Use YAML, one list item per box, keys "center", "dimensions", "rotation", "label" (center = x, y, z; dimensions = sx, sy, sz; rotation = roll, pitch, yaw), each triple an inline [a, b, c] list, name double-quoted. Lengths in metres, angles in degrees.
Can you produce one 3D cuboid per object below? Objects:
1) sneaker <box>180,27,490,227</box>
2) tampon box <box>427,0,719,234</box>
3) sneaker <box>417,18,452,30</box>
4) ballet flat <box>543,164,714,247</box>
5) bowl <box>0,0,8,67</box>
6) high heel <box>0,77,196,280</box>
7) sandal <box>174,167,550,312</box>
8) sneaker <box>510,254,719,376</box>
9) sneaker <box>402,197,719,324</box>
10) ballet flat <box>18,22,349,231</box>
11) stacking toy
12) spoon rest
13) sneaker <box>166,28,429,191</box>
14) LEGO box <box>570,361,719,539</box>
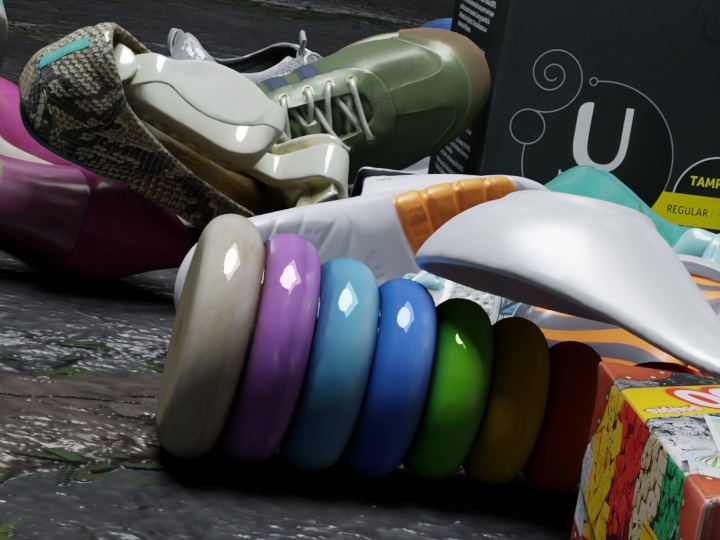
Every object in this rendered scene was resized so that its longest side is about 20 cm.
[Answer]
- center: [-0.040, -0.058, 1.228]
  dimensions: [0.200, 0.067, 0.090]
  rotation: [-14, 12, 24]
  label: "sneaker"
- center: [0.125, -0.094, 1.295]
  dimensions: [0.149, 0.201, 0.126]
  rotation: [6, 12, -11]
  label: "tampon box"
- center: [0.036, -0.101, 1.612]
  dimensions: [0.070, 0.078, 0.200]
  rotation: [2, -8, -20]
  label: "sneaker"
- center: [0.130, 0.011, 1.152]
  dimensions: [0.070, 0.067, 0.200]
  rotation: [-26, 32, -21]
  label: "ballet flat"
- center: [-0.219, -0.082, 1.063]
  dimensions: [0.105, 0.201, 0.201]
  rotation: [31, 14, 5]
  label: "bowl"
- center: [-0.136, -0.037, 1.188]
  dimensions: [0.096, 0.068, 0.200]
  rotation: [18, 14, -16]
  label: "high heel"
- center: [0.001, -0.008, 1.085]
  dimensions: [0.206, 0.079, 0.059]
  rotation: [-2, 19, -37]
  label: "sandal"
- center: [0.156, 0.047, 0.950]
  dimensions: [0.199, 0.078, 0.112]
  rotation: [7, 11, -10]
  label: "sneaker"
- center: [0.064, 0.008, 1.036]
  dimensions: [0.199, 0.087, 0.078]
  rotation: [5, 12, -22]
  label: "sneaker"
- center: [-0.053, -0.046, 1.100]
  dimensions: [0.075, 0.068, 0.200]
  rotation: [-28, -43, 34]
  label: "ballet flat"
- center: [0.034, 0.044, 0.892]
  dimensions: [0.199, 0.086, 0.085]
  rotation: [14, 11, -7]
  label: "stacking toy"
- center: [0.104, 0.009, 0.857]
  dimensions: [0.200, 0.061, 0.099]
  rotation: [2, -13, 43]
  label: "spoon rest"
- center: [-0.024, -0.092, 1.457]
  dimensions: [0.199, 0.082, 0.075]
  rotation: [4, 13, -27]
  label: "sneaker"
- center: [0.171, 0.092, 0.745]
  dimensions: [0.199, 0.077, 0.149]
  rotation: [8, 11, -8]
  label: "LEGO box"
